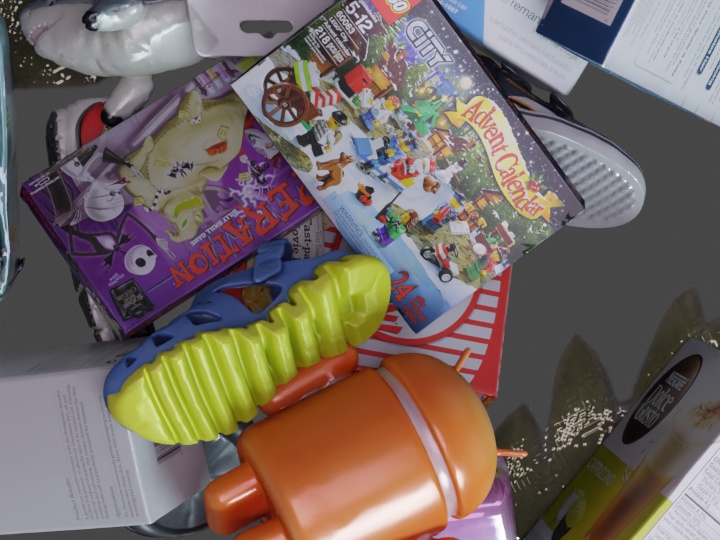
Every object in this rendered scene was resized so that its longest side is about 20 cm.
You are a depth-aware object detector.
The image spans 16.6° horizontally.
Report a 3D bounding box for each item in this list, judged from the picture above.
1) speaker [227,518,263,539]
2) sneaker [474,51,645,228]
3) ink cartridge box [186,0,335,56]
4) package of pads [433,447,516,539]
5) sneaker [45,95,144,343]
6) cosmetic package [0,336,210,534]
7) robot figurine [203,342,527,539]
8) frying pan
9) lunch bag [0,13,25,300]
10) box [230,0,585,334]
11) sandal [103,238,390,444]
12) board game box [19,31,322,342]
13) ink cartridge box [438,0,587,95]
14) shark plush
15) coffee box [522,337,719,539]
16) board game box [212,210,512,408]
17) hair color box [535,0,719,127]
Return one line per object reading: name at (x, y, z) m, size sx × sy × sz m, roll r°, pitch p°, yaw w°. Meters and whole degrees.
speaker at (-0.118, 0.256, 1.672) m, size 0.200 × 0.081 × 0.081 m, roll -40°, pitch 100°, yaw -1°
sneaker at (0.098, -0.095, 1.633) m, size 0.199 × 0.080 × 0.079 m, roll 19°, pitch 134°, yaw 2°
ink cartridge box at (-0.058, -0.241, 1.579) m, size 0.116 × 0.067 × 0.201 m, roll -4°, pitch 82°, yaw -28°
package of pads at (0.052, 0.223, 1.665) m, size 0.120 × 0.076 × 0.201 m, roll -9°, pitch 115°, yaw -2°
sneaker at (-0.151, -0.017, 1.637) m, size 0.084 × 0.077 × 0.201 m, roll -12°, pitch 99°, yaw -10°
cosmetic package at (-0.210, 0.109, 1.594) m, size 0.199 × 0.085 × 0.108 m, roll -5°, pitch 102°, yaw 28°
robot figurine at (0.002, 0.127, 1.549) m, size 0.199 × 0.144 × 0.117 m, roll -26°, pitch 122°, yaw -11°
frying pan at (-0.112, 0.101, 1.645) m, size 0.114 × 0.031 × 0.191 m, roll -3°, pitch 120°, yaw -27°
lunch bag at (-0.258, -0.072, 1.573) m, size 0.077 × 0.160 × 0.201 m, roll -4°, pitch 97°, yaw -5°
box at (0.031, -0.081, 1.571) m, size 0.136 × 0.038 × 0.200 m, roll -36°, pitch 96°, yaw 10°
sandal at (-0.079, 0.040, 1.539) m, size 0.199 × 0.087 × 0.080 m, roll -27°, pitch 130°, yaw -29°
board game box at (-0.106, -0.056, 1.599) m, size 0.199 × 0.032 × 0.120 m, roll -34°, pitch 86°, yaw -19°
ink cartridge box at (0.123, -0.239, 1.633) m, size 0.145 × 0.084 × 0.201 m, roll 31°, pitch 92°, yaw -9°
shark plush at (-0.121, -0.183, 1.616) m, size 0.199 × 0.083 × 0.091 m, roll -30°, pitch 134°, yaw -8°
coffee box at (0.254, 0.189, 1.644) m, size 0.200 × 0.200 × 0.198 m, roll 40°, pitch 91°, yaw -9°
board game box at (0.000, 0.000, 1.642) m, size 0.199 × 0.046 × 0.153 m, roll 10°, pitch 72°, yaw -8°
hair color box at (0.202, -0.164, 1.599) m, size 0.060 × 0.200 × 0.100 m, roll 31°, pitch 98°, yaw 34°
